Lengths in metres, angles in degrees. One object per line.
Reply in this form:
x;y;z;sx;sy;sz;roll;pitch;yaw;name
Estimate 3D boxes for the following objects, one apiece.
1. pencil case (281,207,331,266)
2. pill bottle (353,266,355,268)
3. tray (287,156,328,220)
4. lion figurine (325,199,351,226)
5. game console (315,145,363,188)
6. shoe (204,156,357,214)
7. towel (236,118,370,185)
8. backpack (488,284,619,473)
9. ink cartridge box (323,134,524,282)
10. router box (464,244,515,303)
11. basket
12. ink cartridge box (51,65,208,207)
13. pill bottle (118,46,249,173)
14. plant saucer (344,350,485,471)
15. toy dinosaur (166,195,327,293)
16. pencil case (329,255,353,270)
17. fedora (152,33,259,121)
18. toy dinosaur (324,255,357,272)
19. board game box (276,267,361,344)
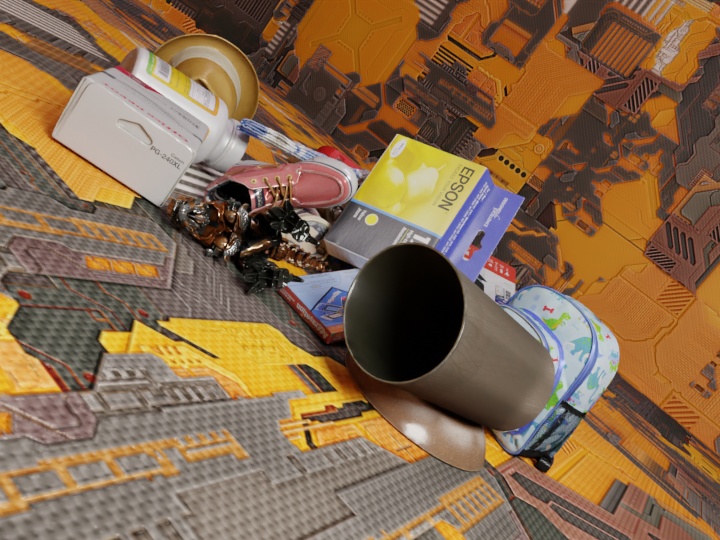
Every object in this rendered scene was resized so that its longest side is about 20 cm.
-0.096;-0.076;1.073;0.089;0.078;0.200;1;25;-20;pencil case
0.087;0.024;1.162;0.200;0.109;0.109;26;16;-46;pill bottle
-0.071;-0.127;1.182;0.200;0.037;0.099;-127;-167;-68;tray
0.053;-0.076;1.048;0.123;0.199;0.073;-109;-173;-46;lion figurine
-0.021;-0.122;1.342;0.200;0.031;0.177;38;-34;4;game console
-0.109;-0.105;0.973;0.199;0.072;0.091;6;30;24;shoe
-0.078;-0.179;1.105;0.199;0.024;0.147;26;10;4;towel
0.223;0.123;0.955;0.147;0.200;0.183;27;16;-42;backpack
0.084;-0.070;0.966;0.199;0.198;0.047;23;-24;26;ink cartridge box
0.155;0.054;1.096;0.199;0.181;0.049;24;-27;-39;router box
0.104;0.082;0.758;0.200;0.136;0.180;34;6;-35;basket
-0.274;-0.172;0.900;0.145;0.084;0.200;34;12;-17;ink cartridge box
-0.267;-0.227;1.075;0.200;0.111;0.111;30;13;-35;pill bottle
0.072;0.143;0.832;0.200;0.037;0.200;37;11;-8;plant saucer
-0.119;-0.041;0.845;0.199;0.103;0.135;-4;15;-34;toy dinosaur
-0.027;-0.065;1.237;0.078;0.087;0.200;52;7;-21;pencil case
-0.255;-0.275;1.169;0.200;0.200;0.082;30;35;-31;fedora
0.000;0.000;1.051;0.088;0.048;0.200;-19;41;-30;toy dinosaur
-0.002;0.038;0.915;0.199;0.020;0.103;-7;41;-49;board game box
